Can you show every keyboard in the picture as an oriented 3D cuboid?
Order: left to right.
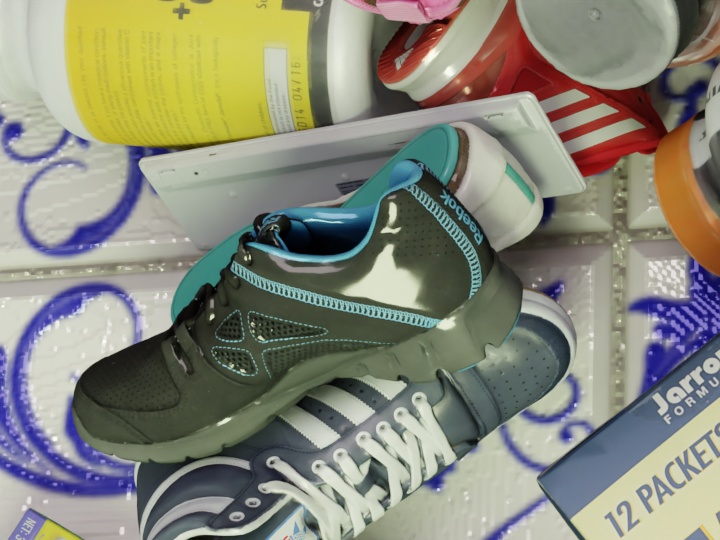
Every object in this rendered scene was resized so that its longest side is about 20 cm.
[{"bbox_3d":[-0.002,-0.040,1.237,0.200,0.056,0.011,-8,48,33],"label":"keyboard"}]

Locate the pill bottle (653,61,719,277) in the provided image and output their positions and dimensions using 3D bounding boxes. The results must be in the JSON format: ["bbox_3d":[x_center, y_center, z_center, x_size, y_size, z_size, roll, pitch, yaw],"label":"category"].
[{"bbox_3d":[0.210,-0.066,1.152,0.200,0.106,0.106,-31,58,39],"label":"pill bottle"}]

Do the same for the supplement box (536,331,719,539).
[{"bbox_3d":[0.192,0.133,1.053,0.134,0.200,0.200,-39,63,-1],"label":"supplement box"}]

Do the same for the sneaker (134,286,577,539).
[{"bbox_3d":[-0.002,0.081,1.185,0.200,0.070,0.109,-22,30,14],"label":"sneaker"}]

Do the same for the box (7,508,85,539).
[{"bbox_3d":[-0.086,0.196,1.199,0.200,0.048,0.117,27,78,23],"label":"box"}]

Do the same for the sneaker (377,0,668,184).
[{"bbox_3d":[0.094,-0.110,1.269,0.116,0.078,0.200,46,57,-14],"label":"sneaker"}]

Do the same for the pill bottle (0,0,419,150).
[{"bbox_3d":[-0.076,-0.109,1.285,0.200,0.112,0.112,5,70,19],"label":"pill bottle"}]

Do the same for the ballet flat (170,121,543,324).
[{"bbox_3d":[0.000,0.000,1.231,0.200,0.069,0.070,-29,57,42],"label":"ballet flat"}]

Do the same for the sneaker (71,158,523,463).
[{"bbox_3d":[-0.037,0.014,1.164,0.200,0.082,0.073,-21,28,22],"label":"sneaker"}]

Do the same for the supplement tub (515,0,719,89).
[{"bbox_3d":[0.137,-0.154,1.196,0.107,0.107,0.200,16,40,22],"label":"supplement tub"}]

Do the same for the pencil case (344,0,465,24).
[{"bbox_3d":[0.036,-0.180,1.220,0.091,0.094,0.200,8,38,18],"label":"pencil case"}]
